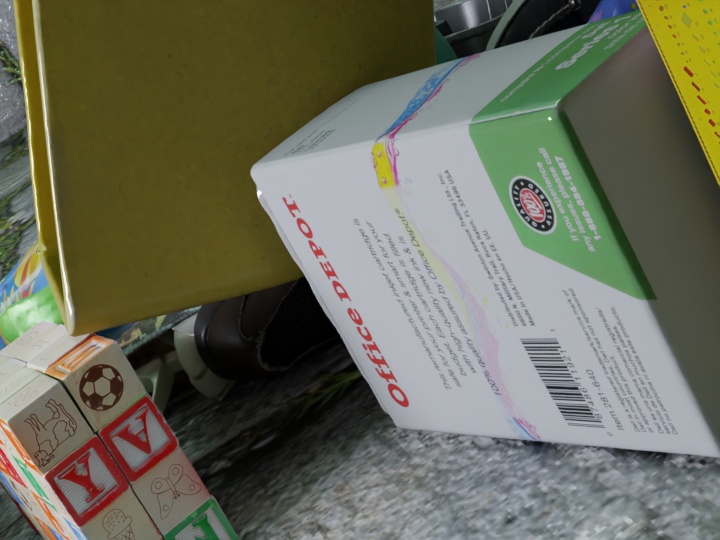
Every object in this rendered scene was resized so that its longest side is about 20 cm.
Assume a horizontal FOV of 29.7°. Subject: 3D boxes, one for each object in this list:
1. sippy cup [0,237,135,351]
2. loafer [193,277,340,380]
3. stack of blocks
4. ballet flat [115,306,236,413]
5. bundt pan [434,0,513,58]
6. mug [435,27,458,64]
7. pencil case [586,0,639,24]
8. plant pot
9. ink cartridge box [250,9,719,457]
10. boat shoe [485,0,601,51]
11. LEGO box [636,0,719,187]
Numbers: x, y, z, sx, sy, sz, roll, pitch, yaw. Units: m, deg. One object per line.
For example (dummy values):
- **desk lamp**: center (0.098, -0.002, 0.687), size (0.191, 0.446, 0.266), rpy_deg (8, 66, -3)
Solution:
- **sippy cup**: center (-0.173, 0.016, 0.907), size (0.130, 0.177, 0.141), rpy_deg (-36, 53, 18)
- **loafer**: center (0.000, 0.000, 0.773), size (0.200, 0.073, 0.071), rpy_deg (-42, 30, -15)
- **stack of blocks**: center (-0.147, 0.089, 0.678), size (0.058, 0.116, 0.199), rpy_deg (-37, 18, -22)
- **ballet flat**: center (-0.117, 0.060, 0.808), size (0.199, 0.069, 0.071), rpy_deg (-33, 35, 8)
- **bundt pan**: center (0.057, -0.142, 0.992), size (0.199, 0.077, 0.202), rpy_deg (-18, 15, 5)
- **mug**: center (-0.001, -0.090, 0.860), size (0.183, 0.153, 0.115), rpy_deg (-20, 24, 28)
- **pencil case**: center (0.167, -0.141, 0.709), size (0.201, 0.086, 0.079), rpy_deg (120, 174, -56)
- **plant pot**: center (-0.067, -0.092, 0.688), size (0.197, 0.199, 0.194), rpy_deg (-6, 12, -16)
- **ink cartridge box**: center (0.064, -0.011, 0.553), size (0.084, 0.146, 0.199), rpy_deg (-40, 20, -30)
- **boat shoe**: center (0.165, -0.166, 0.814), size (0.199, 0.074, 0.061), rpy_deg (-35, 54, 9)
- **LEGO box**: center (0.174, -0.080, 0.474), size (0.077, 0.202, 0.149), rpy_deg (-14, 23, 38)
